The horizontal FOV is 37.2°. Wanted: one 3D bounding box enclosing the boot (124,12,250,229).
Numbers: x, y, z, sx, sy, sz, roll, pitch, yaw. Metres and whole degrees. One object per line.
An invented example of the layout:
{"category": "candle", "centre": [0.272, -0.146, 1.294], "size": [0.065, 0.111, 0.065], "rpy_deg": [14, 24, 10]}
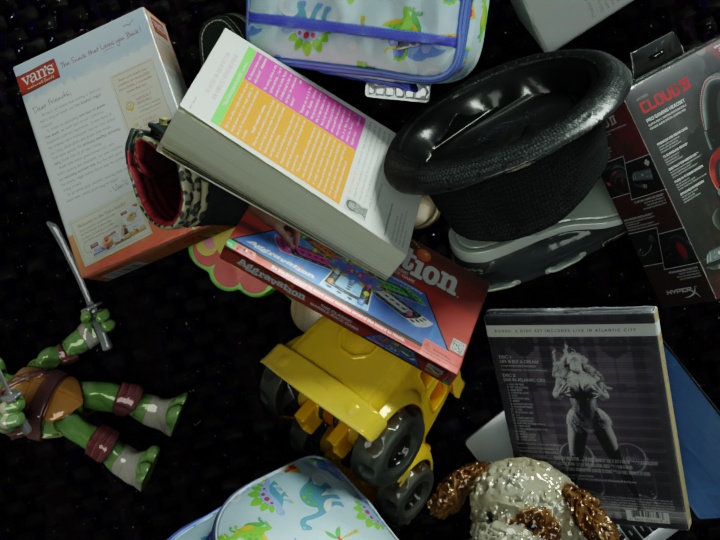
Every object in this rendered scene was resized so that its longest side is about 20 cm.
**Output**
{"category": "boot", "centre": [-0.124, -0.123, 0.871], "size": [0.073, 0.153, 0.207], "rpy_deg": [-23, 79, 34]}

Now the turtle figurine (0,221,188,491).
{"category": "turtle figurine", "centre": [-0.253, 0.096, 0.947], "size": [0.192, 0.144, 0.202], "rpy_deg": [25, 102, -2]}

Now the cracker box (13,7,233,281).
{"category": "cracker box", "centre": [-0.208, -0.109, 0.942], "size": [0.132, 0.058, 0.203], "rpy_deg": [-21, 83, 9]}

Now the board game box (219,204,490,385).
{"category": "board game box", "centre": [0.000, 0.000, 0.828], "size": [0.198, 0.104, 0.020], "rpy_deg": [29, 137, -2]}

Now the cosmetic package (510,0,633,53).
{"category": "cosmetic package", "centre": [0.209, -0.281, 0.873], "size": [0.198, 0.072, 0.102], "rpy_deg": [-31, 132, 7]}

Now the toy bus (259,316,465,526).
{"category": "toy bus", "centre": [0.028, 0.093, 0.922], "size": [0.135, 0.201, 0.192], "rpy_deg": [29, 67, 30]}

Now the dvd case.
{"category": "dvd case", "centre": [0.191, 0.125, 0.902], "size": [0.147, 0.016, 0.203], "rpy_deg": [-2, 113, 32]}

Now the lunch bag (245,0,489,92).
{"category": "lunch bag", "centre": [0.006, -0.232, 0.857], "size": [0.197, 0.082, 0.163], "rpy_deg": [13, 105, 19]}

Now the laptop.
{"category": "laptop", "centre": [0.221, 0.176, 0.925], "size": [0.199, 0.116, 0.188], "rpy_deg": [-38, 91, 8]}

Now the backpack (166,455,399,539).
{"category": "backpack", "centre": [-0.065, 0.252, 0.827], "size": [0.183, 0.198, 0.148], "rpy_deg": [46, 141, 28]}

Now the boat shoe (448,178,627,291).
{"category": "boat shoe", "centre": [0.171, -0.036, 0.934], "size": [0.197, 0.076, 0.061], "rpy_deg": [-14, 134, -2]}

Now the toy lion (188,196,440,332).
{"category": "toy lion", "centre": [-0.054, -0.053, 0.956], "size": [0.191, 0.069, 0.200], "rpy_deg": [43, 98, 7]}

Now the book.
{"category": "book", "centre": [-0.042, -0.095, 0.829], "size": [0.198, 0.135, 0.048], "rpy_deg": [31, 132, -11]}

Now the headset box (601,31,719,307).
{"category": "headset box", "centre": [0.278, -0.094, 0.879], "size": [0.147, 0.075, 0.202], "rpy_deg": [-27, 94, -22]}

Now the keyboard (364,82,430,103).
{"category": "keyboard", "centre": [0.040, -0.245, 0.897], "size": [0.055, 0.011, 0.203], "rpy_deg": [6, 98, 5]}

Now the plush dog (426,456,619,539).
{"category": "plush dog", "centre": [0.144, 0.245, 0.913], "size": [0.197, 0.160, 0.175], "rpy_deg": [5, 103, 27]}

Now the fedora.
{"category": "fedora", "centre": [0.120, -0.087, 0.823], "size": [0.198, 0.201, 0.092], "rpy_deg": [-21, 118, 8]}
